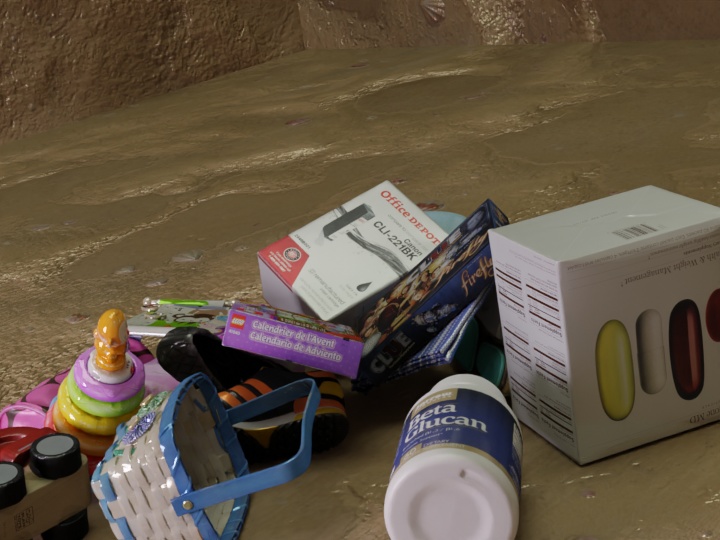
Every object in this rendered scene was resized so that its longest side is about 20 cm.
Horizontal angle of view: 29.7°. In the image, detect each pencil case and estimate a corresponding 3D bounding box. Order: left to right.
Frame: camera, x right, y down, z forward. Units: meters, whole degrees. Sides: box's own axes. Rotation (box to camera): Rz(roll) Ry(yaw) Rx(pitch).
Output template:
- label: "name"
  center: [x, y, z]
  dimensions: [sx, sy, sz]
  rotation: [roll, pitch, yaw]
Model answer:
- label: "pencil case"
  center: [-0.303, 0.142, 1.500]
  dimensions: [0.093, 0.092, 0.200]
  rotation: [9, 26, 26]

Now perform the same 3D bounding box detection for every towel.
- label: "towel"
  center: [0.073, 0.061, 1.443]
  dimensions: [0.145, 0.024, 0.200]
  rotation: [-55, 14, -29]

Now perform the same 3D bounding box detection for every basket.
- label: "basket"
  center: [-0.132, 0.169, 1.225]
  dimensions: [0.198, 0.141, 0.177]
  rotation: [-18, 15, 7]

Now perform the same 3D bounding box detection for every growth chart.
- label: "growth chart"
  center: [-0.211, 0.055, 1.563]
  dimensions: [0.143, 0.018, 0.200]
  rotation: [0, 8, 9]

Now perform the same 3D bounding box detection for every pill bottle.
- label: "pill bottle"
  center: [0.085, 0.165, 1.172]
  dimensions: [0.110, 0.112, 0.200]
  rotation: [-6, 17, 10]

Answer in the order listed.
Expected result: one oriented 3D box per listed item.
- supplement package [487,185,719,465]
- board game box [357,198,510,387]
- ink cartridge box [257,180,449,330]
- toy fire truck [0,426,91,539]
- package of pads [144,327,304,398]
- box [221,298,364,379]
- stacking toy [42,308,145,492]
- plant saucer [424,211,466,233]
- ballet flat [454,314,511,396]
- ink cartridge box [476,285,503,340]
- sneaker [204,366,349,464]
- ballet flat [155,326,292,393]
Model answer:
- label: "supplement package"
  center: [0.247, 0.047, 1.310]
  dimensions: [0.189, 0.202, 0.147]
  rotation: [-15, 19, -17]
- label: "board game box"
  center: [0.077, 0.021, 1.422]
  dimensions: [0.200, 0.035, 0.136]
  rotation: [-44, 12, 14]
- label: "ink cartridge box"
  center: [0.000, 0.000, 1.608]
  dimensions: [0.199, 0.084, 0.144]
  rotation: [-29, 51, -23]
- label: "toy fire truck"
  center: [-0.373, 0.218, 1.276]
  dimensions: [0.199, 0.130, 0.175]
  rotation: [17, 30, 36]
- label: "package of pads"
  center: [-0.167, 0.123, 1.500]
  dimensions: [0.120, 0.077, 0.199]
  rotation: [9, 25, 38]
- label: "box"
  center: [-0.069, 0.067, 1.402]
  dimensions: [0.135, 0.040, 0.200]
  rotation: [14, 1, -4]
- label: "stacking toy"
  center: [-0.250, 0.113, 1.328]
  dimensions: [0.108, 0.201, 0.117]
  rotation: [14, 38, -6]
- label: "plant saucer"
  center: [0.060, -0.039, 1.954]
  dimensions: [0.198, 0.039, 0.201]
  rotation: [-8, 16, 2]
- label: "ballet flat"
  center: [0.148, 0.090, 1.475]
  dimensions: [0.070, 0.072, 0.200]
  rotation: [-13, 17, -11]
- label: "ink cartridge box"
  center: [0.229, 0.029, 1.472]
  dimensions: [0.198, 0.084, 0.147]
  rotation: [8, 15, -13]
- label: "sneaker"
  center: [-0.113, 0.141, 1.375]
  dimensions: [0.197, 0.070, 0.091]
  rotation: [-5, 45, -4]
- label: "ballet flat"
  center: [-0.125, 0.111, 1.413]
  dimensions: [0.056, 0.067, 0.199]
  rotation: [-11, -28, 44]
